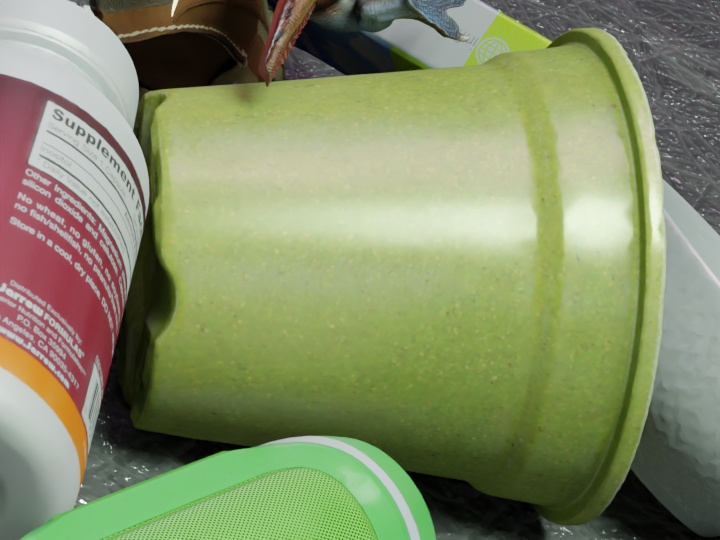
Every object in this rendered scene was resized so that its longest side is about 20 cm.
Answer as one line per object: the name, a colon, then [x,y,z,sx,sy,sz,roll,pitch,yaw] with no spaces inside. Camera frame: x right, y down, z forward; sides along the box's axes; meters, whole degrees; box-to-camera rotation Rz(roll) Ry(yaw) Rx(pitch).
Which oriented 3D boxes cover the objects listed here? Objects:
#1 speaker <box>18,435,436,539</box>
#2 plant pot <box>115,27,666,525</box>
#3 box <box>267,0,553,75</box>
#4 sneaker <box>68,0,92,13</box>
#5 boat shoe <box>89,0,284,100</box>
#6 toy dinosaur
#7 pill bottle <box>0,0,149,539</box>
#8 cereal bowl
speaker: [-0.059,0.111,0.694,0.088,0.089,0.199,35,29,25]
plant pot: [0.000,0.000,0.865,0.183,0.202,0.201,2,30,-14]
box: [0.033,-0.108,1.094,0.199,0.048,0.122,33,-7,19]
sneaker: [-0.185,-0.093,1.007,0.199,0.075,0.087,9,34,-25]
boat shoe: [-0.071,-0.094,1.031,0.075,0.075,0.200,-9,-4,12]
toy dinosaur: [-0.026,-0.148,0.914,0.199,0.106,0.181,-18,18,-40]
pill bottle: [-0.136,-0.003,0.761,0.112,0.113,0.201,17,44,-9]
cereal bowl: [0.151,0.052,0.938,0.200,0.083,0.200,46,13,-14]
